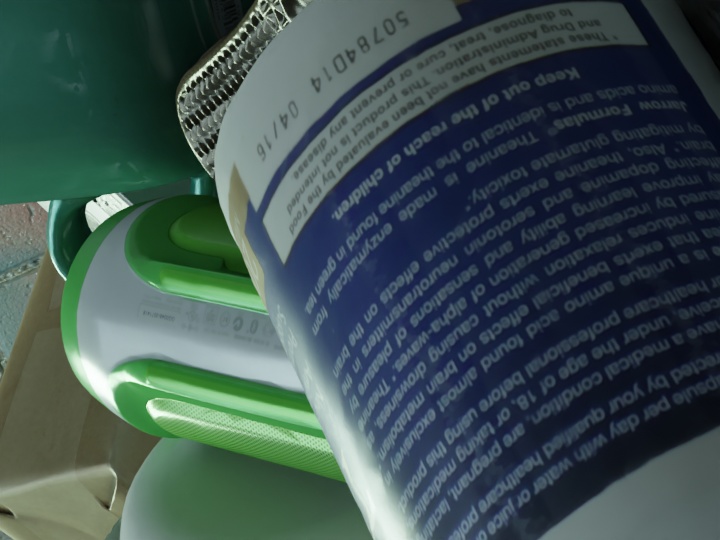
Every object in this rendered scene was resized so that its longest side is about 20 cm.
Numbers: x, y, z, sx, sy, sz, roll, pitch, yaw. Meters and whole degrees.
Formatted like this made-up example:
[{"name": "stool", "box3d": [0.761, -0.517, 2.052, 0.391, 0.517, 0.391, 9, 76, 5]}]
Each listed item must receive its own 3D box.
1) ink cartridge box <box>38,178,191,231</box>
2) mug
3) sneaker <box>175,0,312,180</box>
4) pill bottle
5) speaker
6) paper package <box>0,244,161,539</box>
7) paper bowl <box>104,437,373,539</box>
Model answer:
[{"name": "ink cartridge box", "box3d": [-0.089, -0.029, 0.969, 0.200, 0.044, 0.094, 42, 160, 10]}, {"name": "mug", "box3d": [-0.089, -0.096, 0.855, 0.185, 0.114, 0.153, 57, -147, -53]}, {"name": "sneaker", "box3d": [0.008, -0.075, 0.725, 0.071, 0.075, 0.200, 59, 153, -10]}, {"name": "pill bottle", "box3d": [0.054, 0.034, 0.467, 0.111, 0.111, 0.200, 75, 170, -56]}, {"name": "speaker", "box3d": [-0.006, 0.025, 0.737, 0.200, 0.088, 0.089, 10, 130, 45]}, {"name": "paper package", "box3d": [-0.075, 0.065, 1.152, 0.191, 0.103, 0.201, 43, -132, -37]}, {"name": "paper bowl", "box3d": [-0.002, 0.099, 0.806, 0.201, 0.200, 0.105, -125, 11, -62]}]
